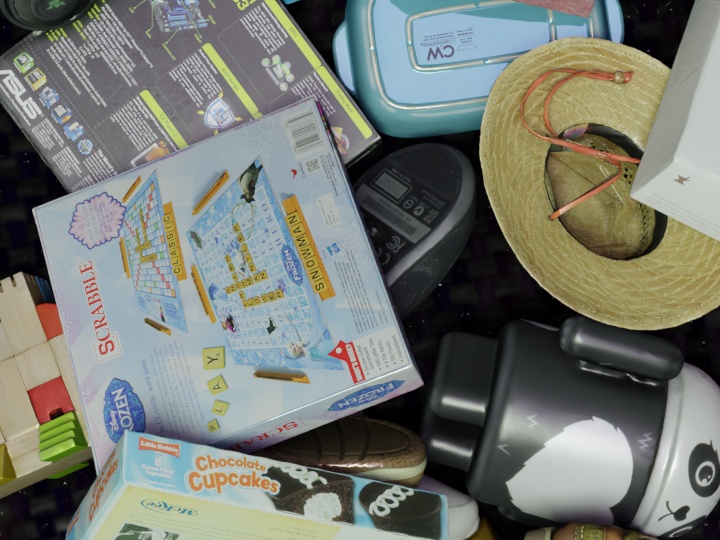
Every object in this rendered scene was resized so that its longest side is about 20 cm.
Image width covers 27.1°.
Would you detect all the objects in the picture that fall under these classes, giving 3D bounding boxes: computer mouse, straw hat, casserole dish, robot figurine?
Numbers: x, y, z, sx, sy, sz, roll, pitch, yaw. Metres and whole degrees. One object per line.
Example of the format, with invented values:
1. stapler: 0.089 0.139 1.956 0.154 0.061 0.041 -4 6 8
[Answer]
1. computer mouse: 0.000 0.000 0.983 0.200 0.053 0.138 -43 48 -5
2. straw hat: 0.153 -0.045 0.977 0.201 0.085 0.201 6 69 -16
3. casserole dish: 0.080 -0.157 1.004 0.200 0.039 0.121 -8 91 2
4. robot figurine: 0.140 0.104 0.965 0.200 0.150 0.125 14 79 1

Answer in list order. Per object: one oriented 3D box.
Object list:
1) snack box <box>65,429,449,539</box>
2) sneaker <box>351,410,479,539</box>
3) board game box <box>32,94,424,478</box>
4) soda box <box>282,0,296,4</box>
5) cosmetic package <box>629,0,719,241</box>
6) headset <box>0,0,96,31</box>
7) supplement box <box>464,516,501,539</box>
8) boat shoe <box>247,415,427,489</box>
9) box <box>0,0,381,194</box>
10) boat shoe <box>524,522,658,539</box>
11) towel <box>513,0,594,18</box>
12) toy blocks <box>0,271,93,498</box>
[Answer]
1. snack box: -0.062 0.155 0.881 0.200 0.116 0.037 15 48 -21
2. sneaker: -0.011 0.121 0.990 0.200 0.078 0.100 17 95 0
3. board game box: -0.086 0.015 0.923 0.199 0.041 0.200 -21 63 4
4. soda box: 0.030 -0.248 0.979 0.200 0.064 0.068 -17 62 1
5. cosmetic package: 0.252 -0.118 0.945 0.102 0.074 0.200 26 69 -6
6. headset: -0.226 -0.196 0.982 0.123 0.094 0.200 36 68 25
7. supplement box: 0.040 0.281 0.935 0.200 0.197 0.133 -35 91 1
8. boat shoe: -0.054 0.136 0.939 0.200 0.072 0.076 -1 106 16
9. box: -0.119 -0.110 1.006 0.193 0.048 0.200 -37 90 0
10. boat shoe: 0.163 0.201 0.931 0.068 0.200 0.072 -14 69 19
11. towel: 0.112 -0.264 0.915 0.144 0.023 0.200 10 112 -25
12. toy blocks: -0.220 0.066 0.996 0.200 0.100 0.137 -24 79 4
